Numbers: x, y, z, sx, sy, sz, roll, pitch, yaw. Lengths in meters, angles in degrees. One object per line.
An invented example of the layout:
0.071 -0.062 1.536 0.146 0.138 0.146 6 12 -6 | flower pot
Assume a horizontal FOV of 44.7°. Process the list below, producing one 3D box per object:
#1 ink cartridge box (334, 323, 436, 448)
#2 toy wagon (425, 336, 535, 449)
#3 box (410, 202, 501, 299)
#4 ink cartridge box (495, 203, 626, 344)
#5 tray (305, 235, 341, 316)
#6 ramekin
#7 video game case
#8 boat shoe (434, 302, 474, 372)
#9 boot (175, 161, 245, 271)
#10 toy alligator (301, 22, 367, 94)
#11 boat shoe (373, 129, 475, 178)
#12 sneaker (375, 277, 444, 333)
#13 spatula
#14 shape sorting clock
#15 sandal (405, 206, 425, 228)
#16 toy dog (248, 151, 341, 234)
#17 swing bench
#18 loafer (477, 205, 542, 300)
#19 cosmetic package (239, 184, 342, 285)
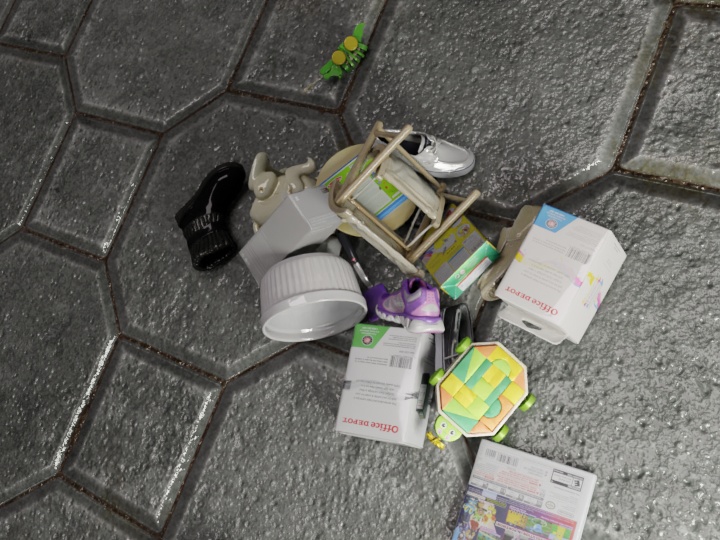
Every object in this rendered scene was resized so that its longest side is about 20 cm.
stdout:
0.050 0.205 1.564 0.145 0.084 0.201 4 75 30 | ink cartridge box
0.188 0.215 1.457 0.155 0.040 0.200 41 86 1 | toy wagon
0.163 -0.042 1.577 0.117 0.048 0.200 -45 30 9 | box
0.327 0.018 1.454 0.128 0.125 0.200 28 87 34 | ink cartridge box
-0.110 0.017 1.759 0.107 0.022 0.201 10 77 32 | tray
-0.094 0.048 1.631 0.200 0.200 0.105 -22 65 20 | ramekin
0.262 0.389 1.418 0.199 0.023 0.183 13 79 31 | video game case
0.176 0.153 1.521 0.068 0.073 0.200 -23 52 36 | boat shoe
-0.301 -0.113 1.875 0.211 0.079 0.158 -47 49 19 | boot
-0.043 -0.438 1.872 0.054 0.059 0.200 40 95 -7 | toy alligator
0.120 -0.225 1.651 0.199 0.065 0.074 5 66 1 | boat shoe
0.089 0.053 1.555 0.200 0.080 0.089 -162 71 -67 | sneaker
0.000 0.000 1.686 0.056 0.021 0.201 -30 80 17 | spatula
0.013 -0.154 1.678 0.199 0.039 0.201 0 70 0 | shape sorting clock
0.054 -0.133 1.713 0.200 0.048 0.076 28 82 20 | sandal
-0.122 -0.135 1.752 0.199 0.140 0.195 15 75 28 | toy dog
0.066 -0.125 1.558 0.200 0.199 0.130 -54 28 -7 | swing bench
0.268 -0.034 1.542 0.068 0.076 0.200 36 82 35 | loafer
-0.129 -0.067 1.645 0.200 0.107 0.090 -40 78 43 | cosmetic package
